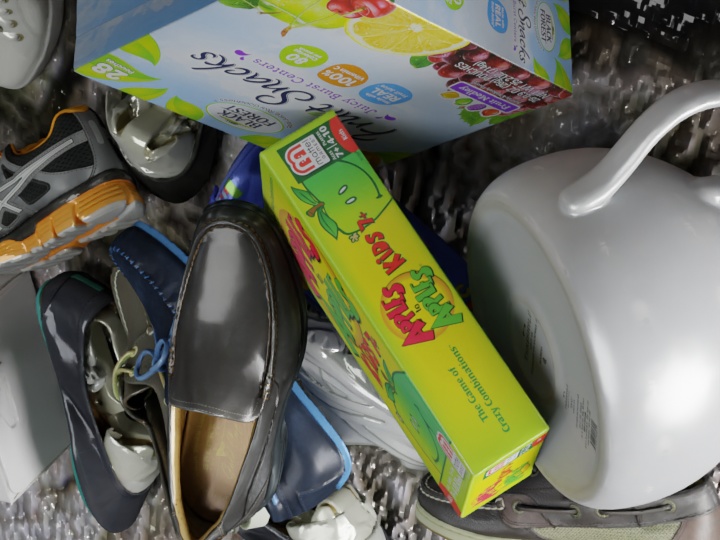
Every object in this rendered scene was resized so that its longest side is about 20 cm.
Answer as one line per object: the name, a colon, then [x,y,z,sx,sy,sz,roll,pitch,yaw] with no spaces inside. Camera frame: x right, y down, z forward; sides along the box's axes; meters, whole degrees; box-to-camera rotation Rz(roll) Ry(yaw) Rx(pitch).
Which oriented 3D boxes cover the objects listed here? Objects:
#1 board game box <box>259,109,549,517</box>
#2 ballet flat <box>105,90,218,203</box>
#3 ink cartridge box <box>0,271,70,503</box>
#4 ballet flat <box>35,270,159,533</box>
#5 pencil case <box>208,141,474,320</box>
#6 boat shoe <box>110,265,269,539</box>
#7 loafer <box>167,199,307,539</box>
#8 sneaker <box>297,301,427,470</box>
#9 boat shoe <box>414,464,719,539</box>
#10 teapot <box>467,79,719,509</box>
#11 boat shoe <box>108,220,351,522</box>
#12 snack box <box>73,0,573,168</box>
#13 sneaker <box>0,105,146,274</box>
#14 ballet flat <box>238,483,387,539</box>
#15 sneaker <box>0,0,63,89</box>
board game box: [0.020,0.024,1.077,0.200,0.048,0.102,56,170,15]
ballet flat: [-0.115,-0.108,1.205,0.068,0.068,0.200,30,132,14]
ink cartridge box: [-0.312,0.069,1.449,0.199,0.084,0.145,7,123,32]
ballet flat: [-0.163,0.094,1.377,0.073,0.073,0.201,6,120,32]
pencil case: [0.000,0.000,1.181,0.200,0.087,0.078,41,154,11]
boat shoe: [-0.119,0.075,1.282,0.202,0.060,0.072,65,156,25]
loafer: [-0.072,0.060,1.127,0.072,0.072,0.201,7,116,14]
sneaker: [-0.018,0.057,1.247,0.200,0.078,0.100,38,138,9]
boat shoe: [0.123,0.132,1.209,0.199,0.073,0.065,5,111,28]
teapot: [0.152,0.016,1.057,0.200,0.145,0.198,164,89,-76]
boat shoe: [-0.088,0.060,1.213,0.200,0.069,0.084,49,170,12]
snack box: [-0.017,-0.122,1.050,0.168,0.068,0.200,-18,152,40]
sneaker: [-0.211,-0.044,1.321,0.200,0.078,0.078,-22,84,43]
ballet flat: [-0.041,0.155,1.323,0.200,0.073,0.073,34,133,14]
sneaker: [-0.226,-0.185,1.220,0.073,0.085,0.201,23,131,18]
